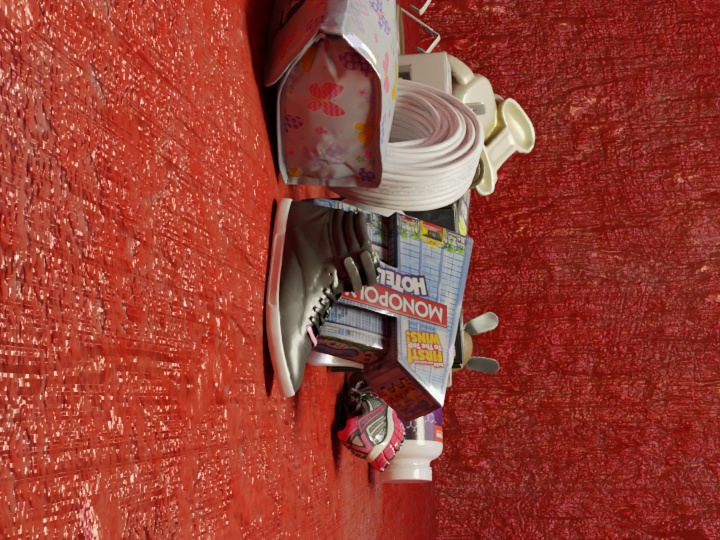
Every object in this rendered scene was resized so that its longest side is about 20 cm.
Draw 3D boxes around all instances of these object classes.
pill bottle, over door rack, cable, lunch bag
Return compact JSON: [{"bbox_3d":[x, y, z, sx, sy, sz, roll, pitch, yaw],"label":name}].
[{"bbox_3d":[0.067,0.217,1.996,0.112,0.112,0.201,63,25,-75],"label":"pill bottle"},{"bbox_3d":[0.045,-0.408,1.826,0.200,0.067,0.148,50,-4,16],"label":"over door rack"},{"bbox_3d":[0.030,-0.136,1.402,0.200,0.199,0.069,-93,-170,-53],"label":"cable"},{"bbox_3d":[-0.026,-0.206,1.264,0.200,0.127,0.170,93,2,-51],"label":"lunch bag"}]

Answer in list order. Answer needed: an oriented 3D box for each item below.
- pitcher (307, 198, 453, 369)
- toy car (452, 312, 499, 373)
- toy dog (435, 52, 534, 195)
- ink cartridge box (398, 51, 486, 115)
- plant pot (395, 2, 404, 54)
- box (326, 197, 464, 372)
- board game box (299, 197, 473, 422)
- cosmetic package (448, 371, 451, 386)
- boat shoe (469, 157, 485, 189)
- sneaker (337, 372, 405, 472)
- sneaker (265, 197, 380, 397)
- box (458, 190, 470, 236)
[{"bbox_3d":[0.024,0.023,1.446,0.121,0.171,0.200,-52,-156,43],"label":"pitcher"},{"bbox_3d":[0.131,0.119,2.212,0.158,0.199,0.165,-76,163,-68],"label":"toy car"},{"bbox_3d":[0.091,-0.183,1.739,0.194,0.200,0.140,53,56,-29],"label":"toy dog"},{"bbox_3d":[0.049,-0.219,1.593,0.116,0.199,0.067,-2,89,-84],"label":"ink cartridge box"},{"bbox_3d":[0.010,-0.302,1.765,0.201,0.092,0.202,-2,90,-85],"label":"plant pot"},{"bbox_3d":[0.039,0.014,1.586,0.086,0.163,0.201,-68,155,-76],"label":"box"},{"bbox_3d":[0.023,0.041,1.326,0.062,0.200,0.201,-32,-129,47],"label":"board game box"},{"bbox_3d":[0.085,0.062,1.782,0.200,0.074,0.102,-81,164,-56],"label":"cosmetic package"},{"bbox_3d":[0.055,-0.137,1.611,0.068,0.199,0.072,-2,103,-81],"label":"boat shoe"},{"bbox_3d":[0.007,0.171,1.673,0.081,0.075,0.200,-53,-164,13],"label":"sneaker"},{"bbox_3d":[-0.032,0.021,1.226,0.071,0.099,0.201,80,11,-61],"label":"sneaker"},{"bbox_3d":[0.089,-0.066,1.771,0.200,0.110,0.035,-77,145,-65],"label":"box"}]
